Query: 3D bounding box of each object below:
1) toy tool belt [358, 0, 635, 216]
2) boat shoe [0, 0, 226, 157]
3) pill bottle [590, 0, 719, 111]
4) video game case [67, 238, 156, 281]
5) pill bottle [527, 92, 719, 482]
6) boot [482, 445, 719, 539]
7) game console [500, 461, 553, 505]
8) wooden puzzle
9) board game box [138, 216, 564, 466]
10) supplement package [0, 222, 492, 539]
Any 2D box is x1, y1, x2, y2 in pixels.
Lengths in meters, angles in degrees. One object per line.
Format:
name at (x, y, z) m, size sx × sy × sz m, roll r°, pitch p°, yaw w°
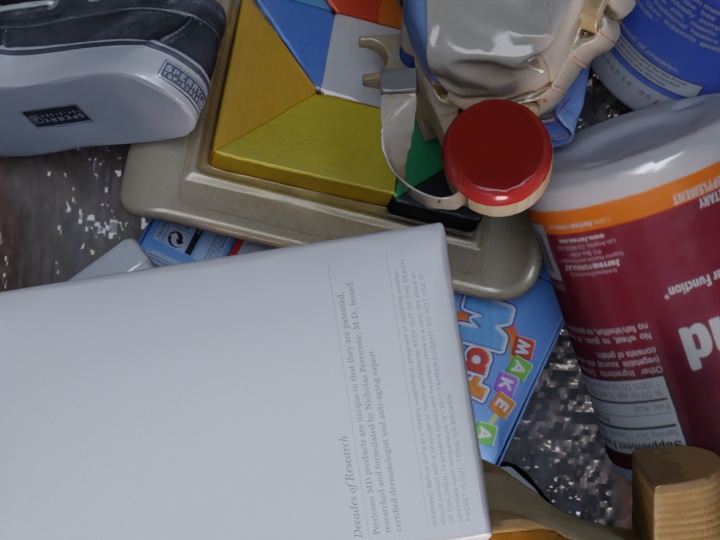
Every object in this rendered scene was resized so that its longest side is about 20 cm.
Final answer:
toy tool belt at (0.060, -0.105, 0.991) m, size 0.124 × 0.123 × 0.201 m, roll -3°, pitch 71°, yaw 3°
boat shoe at (-0.149, -0.101, 1.039) m, size 0.199 × 0.072 × 0.068 m, roll -1°, pitch 57°, yaw 36°
pill bottle at (0.176, -0.156, 0.996) m, size 0.111 × 0.200 × 0.113 m, roll 5°, pitch 66°, yaw -11°
video game case at (-0.143, 0.099, 0.997) m, size 0.200 × 0.182 × 0.023 m, roll -37°, pitch 50°, yaw -5°
pill bottle at (0.155, 0.031, 1.011) m, size 0.114 × 0.114 × 0.201 m, roll -21°, pitch 102°, yaw -3°
boot at (0.070, 0.156, 0.970) m, size 0.200 × 0.071 × 0.145 m, roll -4°, pitch 112°, yaw -3°
game console at (0.064, 0.212, 1.011) m, size 0.118 × 0.171 × 0.200 m, roll -42°, pitch 85°, yaw 22°
wooden puzzle at (-0.001, -0.091, 1.050) m, size 0.199 × 0.037 × 0.186 m, roll 12°, pitch 66°, yaw -4°
board game box at (0.000, 0.000, 1.060) m, size 0.199 × 0.037 × 0.152 m, roll 26°, pitch 74°, yaw 3°
supplement package at (-0.057, 0.062, 0.859) m, size 0.199 × 0.121 × 0.120 m, roll -9°, pitch 82°, yaw 0°
